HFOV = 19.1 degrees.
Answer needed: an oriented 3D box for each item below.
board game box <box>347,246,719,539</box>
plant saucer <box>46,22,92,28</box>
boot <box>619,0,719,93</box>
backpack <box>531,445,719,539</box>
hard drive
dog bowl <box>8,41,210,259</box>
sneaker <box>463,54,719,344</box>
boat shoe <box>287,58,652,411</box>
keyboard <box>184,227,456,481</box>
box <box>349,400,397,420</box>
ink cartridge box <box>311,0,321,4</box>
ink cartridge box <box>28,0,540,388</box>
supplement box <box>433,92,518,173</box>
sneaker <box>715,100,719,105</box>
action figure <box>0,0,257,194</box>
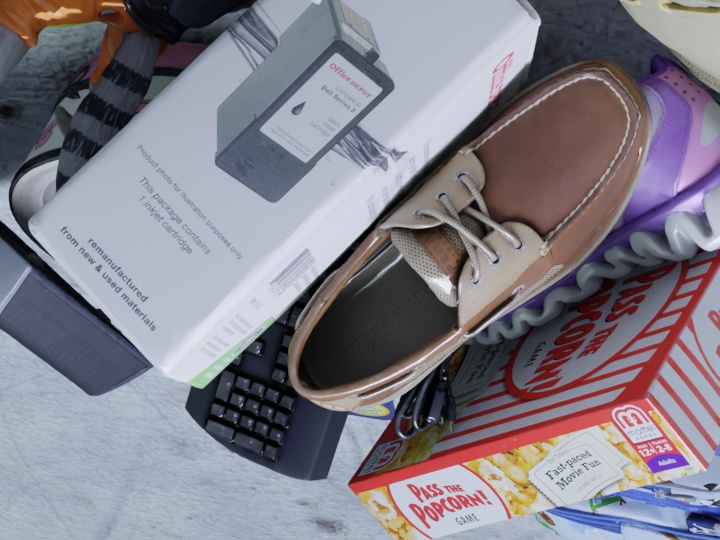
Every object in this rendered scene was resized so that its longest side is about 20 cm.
[{"bbox_3d":[0.103,0.045,0.992,0.199,0.152,0.046,-23,114,47],"label":"board game box"},{"bbox_3d":[-0.165,-0.160,0.945,0.198,0.031,0.200,7,156,3],"label":"plant saucer"},{"bbox_3d":[0.165,-0.112,0.839,0.199,0.073,0.155,16,168,47],"label":"boot"},{"bbox_3d":[0.164,0.074,1.161,0.189,0.201,0.154,1,150,30],"label":"backpack"},{"bbox_3d":[-0.204,-0.013,1.131,0.200,0.042,0.135,38,176,37],"label":"hard drive"},{"bbox_3d":[-0.075,-0.045,1.100,0.198,0.074,0.200,10,156,4],"label":"dog bowl"},{"bbox_3d":[0.095,-0.035,0.976,0.200,0.081,0.089,-28,108,39],"label":"sneaker"},{"bbox_3d":[0.045,-0.008,0.909,0.076,0.200,0.072,45,-163,7],"label":"boat shoe"},{"bbox_3d":[0.000,0.000,0.978,0.126,0.201,0.021,19,-173,15],"label":"keyboard"},{"bbox_3d":[-0.042,0.021,1.098,0.120,0.033,0.200,8,155,10],"label":"box"},{"bbox_3d":[-0.035,-0.211,0.679,0.175,0.084,0.200,32,144,-6],"label":"ink cartridge box"},{"bbox_3d":[-0.027,-0.051,0.881,0.084,0.200,0.146,46,177,5],"label":"ink cartridge box"},{"bbox_3d":[0.051,-0.043,1.080,0.066,0.069,0.200,3,156,15],"label":"supplement box"},{"bbox_3d":[0.233,-0.040,1.039,0.088,0.075,0.199,-33,134,30],"label":"sneaker"},{"bbox_3d":[-0.063,-0.112,0.895,0.193,0.105,0.200,-40,145,17],"label":"action figure"}]
